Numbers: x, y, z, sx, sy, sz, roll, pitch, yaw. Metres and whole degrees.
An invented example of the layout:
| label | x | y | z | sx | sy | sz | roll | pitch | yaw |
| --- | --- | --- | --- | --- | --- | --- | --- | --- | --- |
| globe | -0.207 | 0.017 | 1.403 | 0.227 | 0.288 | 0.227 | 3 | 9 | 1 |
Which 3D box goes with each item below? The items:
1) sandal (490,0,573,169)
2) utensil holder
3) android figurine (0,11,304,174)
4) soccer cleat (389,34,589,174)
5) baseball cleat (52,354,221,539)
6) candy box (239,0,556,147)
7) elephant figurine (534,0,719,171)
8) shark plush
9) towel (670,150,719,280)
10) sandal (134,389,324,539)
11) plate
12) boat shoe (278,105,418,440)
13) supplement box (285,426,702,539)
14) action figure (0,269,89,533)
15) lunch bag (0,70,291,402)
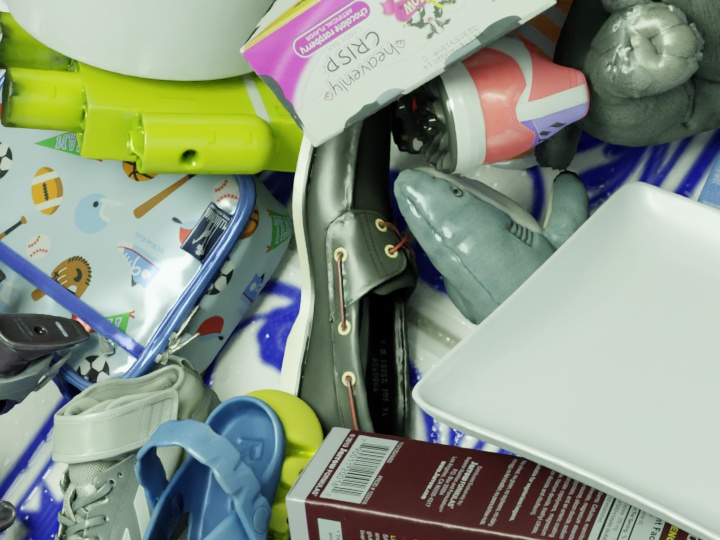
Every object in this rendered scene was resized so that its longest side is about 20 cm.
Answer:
| label | x | y | z | sx | sy | sz | roll | pitch | yaw |
| --- | --- | --- | --- | --- | --- | --- | --- | --- | --- |
| sandal | 0.116 | -0.149 | 0.905 | 0.079 | 0.059 | 0.207 | 37 | 85 | 27 |
| utensil holder | -0.093 | -0.219 | 0.865 | 0.170 | 0.200 | 0.170 | 9 | 32 | -5 |
| android figurine | -0.091 | -0.102 | 0.911 | 0.200 | 0.041 | 0.182 | 2 | 34 | -17 |
| soccer cleat | 0.054 | -0.092 | 0.861 | 0.073 | 0.200 | 0.068 | -12 | 105 | -6 |
| baseball cleat | -0.134 | 0.128 | 0.840 | 0.070 | 0.106 | 0.200 | -2 | 44 | 40 |
| candy box | 0.035 | -0.154 | 0.816 | 0.136 | 0.061 | 0.200 | -29 | 21 | 28 |
| elephant figurine | 0.202 | -0.113 | 0.820 | 0.200 | 0.155 | 0.142 | 5 | 89 | -9 |
| shark plush | 0.078 | 0.040 | 0.834 | 0.091 | 0.083 | 0.200 | -25 | 75 | 28 |
| towel | 0.245 | 0.010 | 0.820 | 0.200 | 0.024 | 0.147 | 21 | 77 | 25 |
| sandal | -0.076 | 0.147 | 0.798 | 0.079 | 0.087 | 0.200 | -5 | 73 | 32 |
| plate | 0.157 | 0.048 | 0.762 | 0.200 | 0.032 | 0.200 | 23 | 43 | 29 |
| boat shoe | 0.001 | 0.000 | 0.867 | 0.063 | 0.074 | 0.201 | 2 | 87 | 26 |
| supplement box | 0.073 | 0.142 | 0.776 | 0.200 | 0.109 | 0.061 | 7 | 32 | 22 |
| action figure | -0.224 | 0.092 | 0.904 | 0.130 | 0.069 | 0.200 | 42 | 119 | 17 |
| lunch bag | -0.145 | -0.017 | 0.940 | 0.200 | 0.076 | 0.160 | 34 | 86 | 28 |
